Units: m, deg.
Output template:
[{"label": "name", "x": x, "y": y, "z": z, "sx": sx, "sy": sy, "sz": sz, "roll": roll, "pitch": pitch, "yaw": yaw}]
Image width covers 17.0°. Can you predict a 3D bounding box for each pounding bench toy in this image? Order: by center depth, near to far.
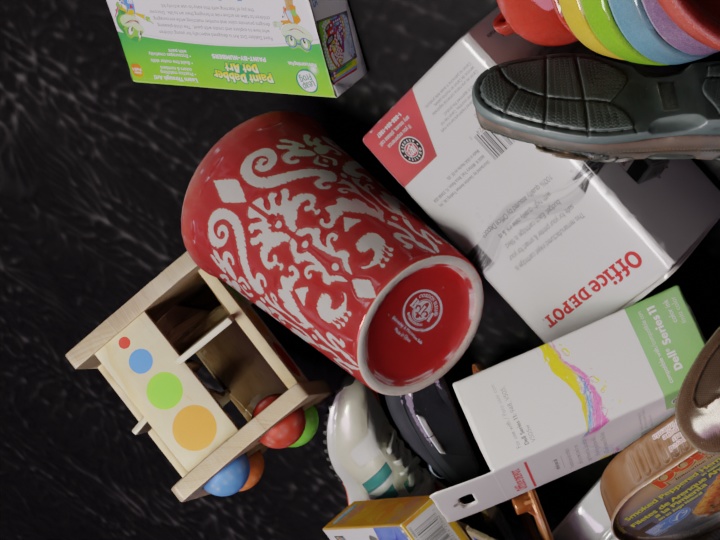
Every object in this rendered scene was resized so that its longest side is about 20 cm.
[{"label": "pounding bench toy", "x": -0.106, "y": 0.085, "z": 1.830, "sx": 0.156, "sy": 0.124, "sz": 0.200, "roll": 51, "pitch": -175, "yaw": 7}]

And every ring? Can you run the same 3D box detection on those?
[{"label": "ring", "x": 0.111, "y": 0.162, "z": 1.716, "sx": 0.200, "sy": 0.019, "sz": 0.201, "roll": 160, "pitch": 90, "yaw": -88}]

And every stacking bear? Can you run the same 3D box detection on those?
[{"label": "stacking bear", "x": 0.159, "y": -0.177, "z": 1.437, "sx": 0.200, "sy": 0.122, "sz": 0.114, "roll": 2, "pitch": 141, "yaw": 52}]

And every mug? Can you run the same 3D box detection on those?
[{"label": "mug", "x": 0.001, "y": -0.010, "z": 1.670, "sx": 0.200, "sy": 0.177, "sz": 0.134, "roll": 38, "pitch": 121, "yaw": 44}]

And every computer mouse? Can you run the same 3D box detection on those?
[{"label": "computer mouse", "x": 0.062, "y": 0.139, "z": 1.764, "sx": 0.140, "sy": 0.046, "sz": 0.201, "roll": -120, "pitch": 7, "yaw": -67}]

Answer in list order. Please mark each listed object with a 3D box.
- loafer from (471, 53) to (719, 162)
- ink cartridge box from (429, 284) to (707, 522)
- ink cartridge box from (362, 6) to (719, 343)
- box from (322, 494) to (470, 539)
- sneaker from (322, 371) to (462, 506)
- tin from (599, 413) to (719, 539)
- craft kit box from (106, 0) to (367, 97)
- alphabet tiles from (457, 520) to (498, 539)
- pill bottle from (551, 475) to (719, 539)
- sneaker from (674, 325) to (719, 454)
[{"label": "loafer", "x": 0.168, "y": -0.088, "z": 1.475, "sx": 0.199, "sy": 0.072, "sz": 0.063, "roll": 1, "pitch": 139, "yaw": 3}, {"label": "ink cartridge box", "x": 0.130, "y": 0.090, "z": 1.567, "sx": 0.117, "sy": 0.199, "sz": 0.068, "roll": 62, "pitch": -176, "yaw": -73}, {"label": "ink cartridge box", "x": 0.121, "y": -0.064, "z": 1.576, "sx": 0.200, "sy": 0.083, "sz": 0.147, "roll": 48, "pitch": 141, "yaw": 0}, {"label": "box", "x": 0.042, "y": 0.225, "z": 1.769, "sx": 0.119, "sy": 0.041, "sz": 0.200, "roll": 54, "pitch": 159, "yaw": -6}, {"label": "sneaker", "x": 0.033, "y": 0.161, "z": 1.863, "sx": 0.093, "sy": 0.070, "sz": 0.200, "roll": 2, "pitch": 122, "yaw": 20}, {"label": "tin", "x": 0.244, "y": 0.115, "z": 1.565, "sx": 0.200, "sy": 0.112, "sz": 0.042, "roll": -37, "pitch": 57, "yaw": 26}, {"label": "craft kit box", "x": -0.106, "y": -0.221, "z": 1.686, "sx": 0.199, "sy": 0.048, "sz": 0.198, "roll": 8, "pitch": 124, "yaw": 38}, {"label": "alphabet tiles", "x": 0.130, "y": 0.250, "z": 1.677, "sx": 0.167, "sy": 0.006, "sz": 0.200, "roll": 57, "pitch": 166, "yaw": -18}, {"label": "pill bottle", "x": 0.234, "y": 0.222, "z": 1.677, "sx": 0.200, "sy": 0.120, "sz": 0.120, "roll": 42, "pitch": 140, "yaw": 7}, {"label": "sneaker", "x": 0.266, "y": 0.034, "z": 1.451, "sx": 0.200, "sy": 0.076, "sz": 0.070, "roll": -44, "pitch": 79, "yaw": 9}]
